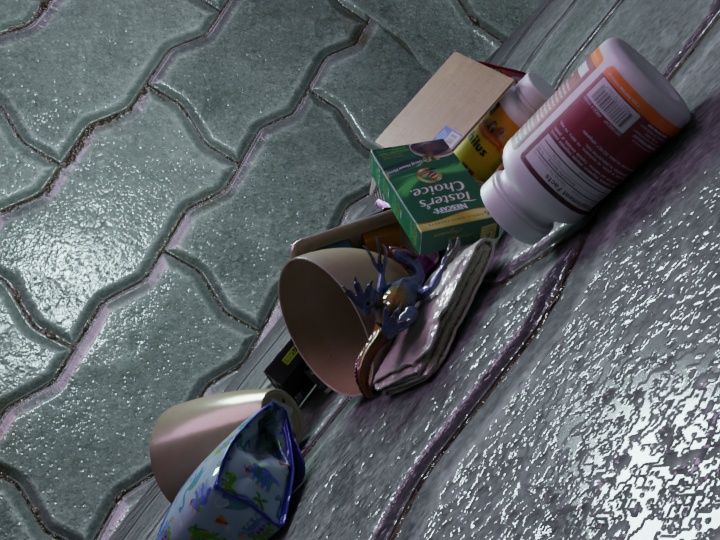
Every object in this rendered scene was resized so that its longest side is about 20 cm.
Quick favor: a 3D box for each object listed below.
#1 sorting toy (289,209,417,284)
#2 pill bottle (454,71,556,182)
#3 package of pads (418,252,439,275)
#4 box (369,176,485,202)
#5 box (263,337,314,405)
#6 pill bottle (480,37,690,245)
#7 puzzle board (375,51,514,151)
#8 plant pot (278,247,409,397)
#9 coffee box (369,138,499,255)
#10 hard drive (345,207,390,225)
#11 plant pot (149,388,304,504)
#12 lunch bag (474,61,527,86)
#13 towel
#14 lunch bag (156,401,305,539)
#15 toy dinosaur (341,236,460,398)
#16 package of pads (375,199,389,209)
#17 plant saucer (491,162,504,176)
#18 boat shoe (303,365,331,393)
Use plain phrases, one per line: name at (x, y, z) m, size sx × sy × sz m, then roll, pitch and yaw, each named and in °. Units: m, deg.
sorting toy at (0.000, 0.000, 1.204) m, size 0.198 × 0.037 × 0.186 m, roll -22°, pitch -41°, yaw -13°
pill bottle at (0.228, -0.218, 1.306) m, size 0.200 × 0.109 × 0.109 m, roll -46°, pitch 7°, yaw 32°
package of pads at (0.054, 0.004, 1.395) m, size 0.121 × 0.076 × 0.200 m, roll -51°, pitch 7°, yaw -11°
box at (0.103, -0.130, 1.309) m, size 0.199 × 0.068 × 0.083 m, roll 29°, pitch 113°, yaw 49°
box at (-0.079, 0.135, 1.413) m, size 0.194 × 0.047 × 0.200 m, roll -53°, pitch -14°, yaw -16°
pill bottle at (0.218, -0.122, 0.819) m, size 0.200 × 0.113 × 0.113 m, roll -46°, pitch 7°, yaw 30°
puzzle board at (0.132, -0.247, 1.292) m, size 0.200 × 0.017 × 0.151 m, roll -49°, pitch 45°, yaw 0°
plant pot at (0.000, 0.051, 1.109) m, size 0.134 × 0.201 × 0.200 m, roll -26°, pitch -7°, yaw -32°
coffee box at (0.101, -0.108, 1.137) m, size 0.201 × 0.122 × 0.044 m, roll -115°, pitch 20°, yaw -45°
hard drive at (0.068, -0.072, 1.424) m, size 0.200 × 0.138 × 0.033 m, roll 168°, pitch 109°, yaw -70°
plant pot at (-0.189, 0.261, 1.255) m, size 0.199 × 0.188 × 0.188 m, roll -30°, pitch 16°, yaw 30°
lunch bag at (0.194, -0.256, 1.396) m, size 0.200 × 0.175 × 0.082 m, roll -56°, pitch 41°, yaw 42°
towel at (0.087, 0.057, 0.987) m, size 0.201 × 0.034 × 0.132 m, roll -60°, pitch 11°, yaw -30°
lunch bag at (-0.166, 0.287, 1.071) m, size 0.170 × 0.127 × 0.201 m, roll -47°, pitch 17°, yaw 24°
toy dinosaur at (0.035, 0.032, 0.994) m, size 0.201 × 0.104 × 0.181 m, roll -66°, pitch -14°, yaw 9°
package of pads at (0.131, -0.168, 1.601) m, size 0.200 × 0.076 × 0.120 m, roll -51°, pitch 43°, yaw 1°
plant saucer at (0.241, -0.150, 1.159) m, size 0.201 × 0.037 × 0.200 m, roll -50°, pitch 6°, yaw 7°
boat shoe at (-0.023, 0.118, 1.292) m, size 0.200 × 0.057 × 0.067 m, roll -52°, pitch 4°, yaw 30°
